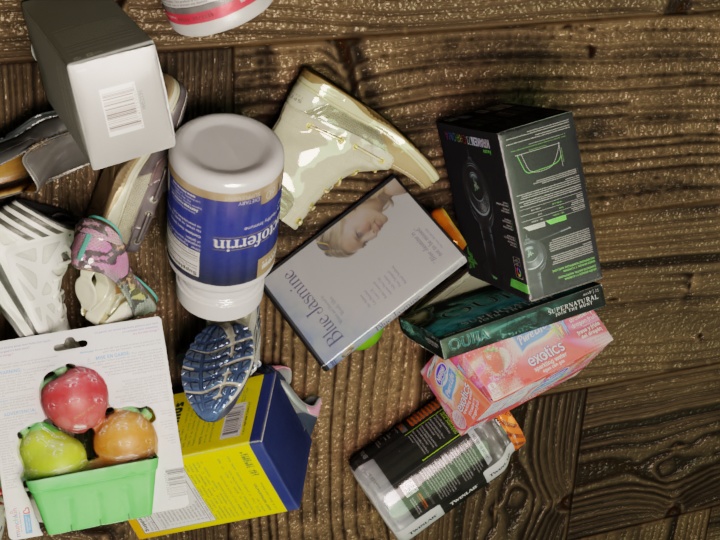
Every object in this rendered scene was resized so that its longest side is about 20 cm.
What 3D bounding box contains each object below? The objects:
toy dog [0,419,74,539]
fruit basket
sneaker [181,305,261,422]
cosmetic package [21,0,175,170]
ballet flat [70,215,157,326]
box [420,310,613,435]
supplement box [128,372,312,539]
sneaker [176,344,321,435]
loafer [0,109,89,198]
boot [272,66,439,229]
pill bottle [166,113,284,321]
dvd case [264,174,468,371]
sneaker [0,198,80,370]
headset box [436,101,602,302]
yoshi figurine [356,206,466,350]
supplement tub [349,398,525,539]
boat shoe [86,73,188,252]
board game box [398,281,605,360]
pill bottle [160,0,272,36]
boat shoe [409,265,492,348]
[{"bbox_3d":[-0.369,0.227,1.471,0.131,0.096,0.201,-6,117,-22],"label":"toy dog"},{"bbox_3d":[-0.280,0.159,1.390,0.184,0.094,0.201,-10,86,-15],"label":"fruit basket"},{"bbox_3d":[-0.136,0.091,1.464,0.077,0.201,0.085,-4,133,13],"label":"sneaker"},{"bbox_3d":[-0.245,-0.184,1.261,0.090,0.200,0.107,-18,124,-14],"label":"cosmetic package"},{"bbox_3d":[-0.259,0.015,1.387,0.071,0.069,0.200,-62,166,-20],"label":"ballet flat"},{"bbox_3d":[0.186,0.101,1.621,0.199,0.095,0.103,-23,162,-31],"label":"box"},{"bbox_3d":[-0.169,0.204,1.497,0.199,0.110,0.109,-13,125,17],"label":"supplement box"},{"bbox_3d":[-0.125,0.130,1.569,0.200,0.070,0.082,45,66,-32],"label":"sneaker"},{"bbox_3d":[-0.322,-0.102,1.332,0.199,0.072,0.073,-18,143,-13],"label":"loafer"},{"bbox_3d":[-0.025,-0.107,1.481,0.200,0.072,0.155,32,98,-28],"label":"boot"},{"bbox_3d":[-0.140,-0.050,1.395,0.115,0.116,0.201,-11,137,-20],"label":"pill bottle"},{"bbox_3d":[0.000,0.000,1.508,0.200,0.143,0.018,-38,149,-3],"label":"dvd case"},{"bbox_3d":[-0.314,0.012,1.401,0.115,0.076,0.201,-34,122,-4],"label":"sneaker"},{"bbox_3d":[0.173,-0.073,1.501,0.092,0.174,0.201,-17,106,-15],"label":"headset box"},{"bbox_3d":[0.032,0.020,1.553,0.200,0.112,0.113,-33,131,-3],"label":"yoshi figurine"},{"bbox_3d":[0.096,0.230,1.678,0.200,0.123,0.123,-34,124,-5],"label":"supplement tub"},{"bbox_3d":[-0.219,-0.106,1.393,0.065,0.072,0.201,14,112,-36],"label":"boat shoe"},{"bbox_3d":[0.156,0.045,1.536,0.199,0.135,0.028,-17,104,-16],"label":"board game box"},{"bbox_3d":[-0.160,-0.331,1.278,0.110,0.111,0.201,-27,123,-11],"label":"pill bottle"},{"bbox_3d":[0.139,0.024,1.633,0.201,0.061,0.072,-31,99,-12],"label":"boat shoe"}]
